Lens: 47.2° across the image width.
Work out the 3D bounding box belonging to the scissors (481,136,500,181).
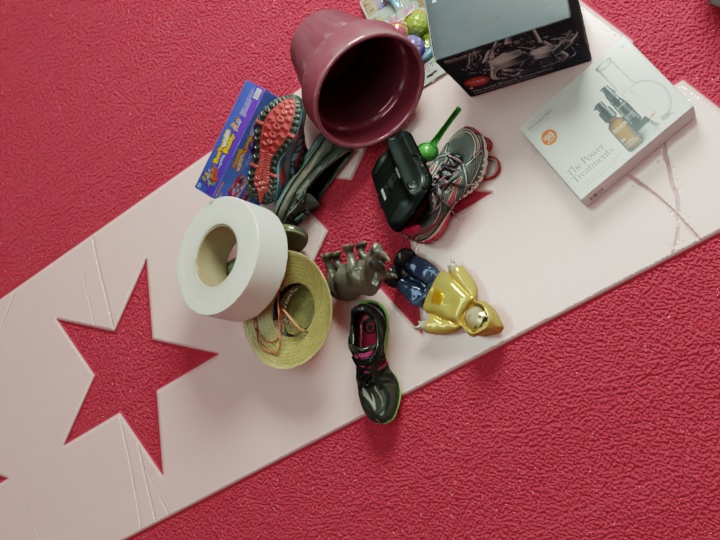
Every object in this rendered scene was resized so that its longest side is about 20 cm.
[{"bbox_3d":[0.139,-0.134,1.327,0.200,0.014,0.073,-38,72,18],"label":"scissors"}]

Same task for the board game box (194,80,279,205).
[{"bbox_3d":[-0.189,-0.210,1.424,0.045,0.134,0.200,30,97,26],"label":"board game box"}]

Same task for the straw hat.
[{"bbox_3d":[-0.100,0.065,1.377,0.201,0.085,0.202,0,89,37],"label":"straw hat"}]

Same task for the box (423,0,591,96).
[{"bbox_3d":[0.220,-0.355,1.217,0.199,0.182,0.104,-13,79,23],"label":"box"}]

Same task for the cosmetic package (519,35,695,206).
[{"bbox_3d":[0.359,-0.218,1.209,0.200,0.052,0.151,-42,66,16],"label":"cosmetic package"}]

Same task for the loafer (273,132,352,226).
[{"bbox_3d":[-0.084,-0.139,1.404,0.063,0.072,0.200,31,95,19],"label":"loafer"}]

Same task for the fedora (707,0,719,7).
[{"bbox_3d":[0.543,-0.406,1.101,0.199,0.177,0.091,-12,108,16],"label":"fedora"}]

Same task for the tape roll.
[{"bbox_3d":[-0.215,-0.019,1.368,0.202,0.071,0.203,-12,71,38],"label":"tape roll"}]

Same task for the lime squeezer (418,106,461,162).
[{"bbox_3d":[0.097,-0.175,1.319,0.038,0.071,0.200,33,95,8],"label":"lime squeezer"}]

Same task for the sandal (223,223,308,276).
[{"bbox_3d":[-0.164,-0.011,1.418,0.201,0.080,0.057,-36,47,27],"label":"sandal"}]

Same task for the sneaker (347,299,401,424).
[{"bbox_3d":[0.012,0.146,1.313,0.077,0.084,0.201,-16,77,24],"label":"sneaker"}]

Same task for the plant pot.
[{"bbox_3d":[-0.022,-0.327,1.335,0.200,0.200,0.179,-48,47,13],"label":"plant pot"}]

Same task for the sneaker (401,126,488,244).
[{"bbox_3d":[0.130,-0.131,1.282,0.081,0.075,0.200,31,98,24],"label":"sneaker"}]

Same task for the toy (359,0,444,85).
[{"bbox_3d":[0.075,-0.405,1.369,0.115,0.047,0.200,-30,72,22],"label":"toy"}]

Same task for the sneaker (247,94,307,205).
[{"bbox_3d":[-0.131,-0.212,1.401,0.079,0.095,0.200,34,123,17],"label":"sneaker"}]

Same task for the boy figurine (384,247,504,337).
[{"bbox_3d":[0.130,0.049,1.281,0.200,0.064,0.125,36,97,28],"label":"boy figurine"}]

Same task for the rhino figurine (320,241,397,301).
[{"bbox_3d":[0.000,0.000,1.306,0.200,0.060,0.088,-18,87,60],"label":"rhino figurine"}]

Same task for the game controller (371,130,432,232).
[{"bbox_3d":[0.062,-0.143,1.290,0.200,0.042,0.105,-104,35,-56],"label":"game controller"}]
